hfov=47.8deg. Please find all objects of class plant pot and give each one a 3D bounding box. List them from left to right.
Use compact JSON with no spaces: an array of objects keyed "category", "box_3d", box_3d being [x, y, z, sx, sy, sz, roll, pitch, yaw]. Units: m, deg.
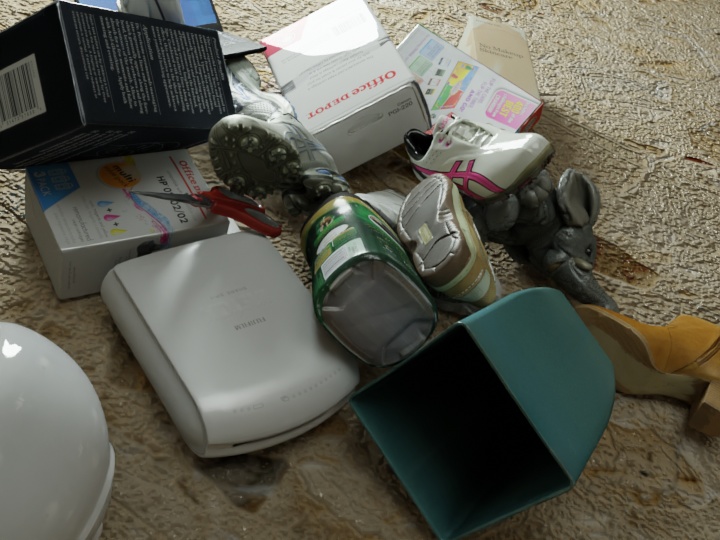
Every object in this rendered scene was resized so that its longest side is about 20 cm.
[{"category":"plant pot","box_3d":[0.126,0.102,0.692,0.200,0.141,0.142,-25,78,-50]}]

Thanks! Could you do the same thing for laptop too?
[{"category":"laptop","box_3d":[-0.240,-0.319,0.996,0.177,0.104,0.200,-19,32,-27]}]

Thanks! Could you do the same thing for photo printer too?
[{"category":"photo printer","box_3d":[-0.108,0.062,0.705,0.166,0.070,0.200,-17,54,-35]}]

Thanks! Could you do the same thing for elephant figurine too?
[{"category":"elephant figurine","box_3d":[0.210,-0.047,0.922,0.200,0.156,0.141,27,-3,-23]}]

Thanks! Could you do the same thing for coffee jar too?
[{"category":"coffee jar","box_3d":[0.000,0.000,0.748,0.104,0.085,0.200,44,10,-21]}]

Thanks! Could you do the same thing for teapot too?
[{"category":"teapot","box_3d":[-0.228,0.143,0.518,0.146,0.197,0.200,45,59,-28]}]

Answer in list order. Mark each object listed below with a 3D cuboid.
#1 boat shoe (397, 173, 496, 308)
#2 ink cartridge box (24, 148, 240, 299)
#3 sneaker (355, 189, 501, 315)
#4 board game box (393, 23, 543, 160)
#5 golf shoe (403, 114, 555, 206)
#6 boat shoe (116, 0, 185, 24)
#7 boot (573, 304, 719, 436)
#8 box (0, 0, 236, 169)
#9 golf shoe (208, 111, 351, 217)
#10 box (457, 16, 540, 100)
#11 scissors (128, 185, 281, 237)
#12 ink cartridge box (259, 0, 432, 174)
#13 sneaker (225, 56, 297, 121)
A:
[{"category":"boat shoe","box_3d":[0.084,-0.024,0.764,0.076,0.072,0.200,39,22,-21]},{"category":"ink cartridge box","box_3d":[-0.205,-0.052,0.784,0.199,0.068,0.115,-13,53,-33]},{"category":"sneaker","box_3d":[0.077,-0.033,0.876,0.200,0.078,0.099,37,41,15]},{"category":"board game box","box_3d":[0.104,-0.202,1.030,0.200,0.040,0.153,38,77,17]},{"category":"golf shoe","box_3d":[0.109,-0.115,0.822,0.073,0.200,0.092,-49,111,-20]},{"category":"boat shoe","box_3d":[-0.216,-0.260,0.827,0.065,0.200,0.072,-16,89,-10]},{"category":"boot","box_3d":[0.323,0.080,0.874,0.201,0.071,0.144,36,38,11]},{"category":"box","box_3d":[-0.239,-0.164,0.763,0.200,0.148,0.107,-13,91,-59]},{"category":"golf shoe","box_3d":[-0.089,-0.120,0.807,0.200,0.078,0.098,28,38,-61]},{"category":"box","box_3d":[0.192,-0.274,1.164,0.095,0.078,0.200,11,43,-10]},{"category":"scissors","box_3d":[-0.144,-0.064,0.726,0.073,0.014,0.200,44,18,31]},{"category":"ink cartridge box","box_3d":[-0.020,-0.225,0.979,0.145,0.085,0.200,-27,51,3]},{"category":"sneaker","box_3d":[-0.140,-0.177,0.943,0.085,0.077,0.200,-16,44,-29]}]
